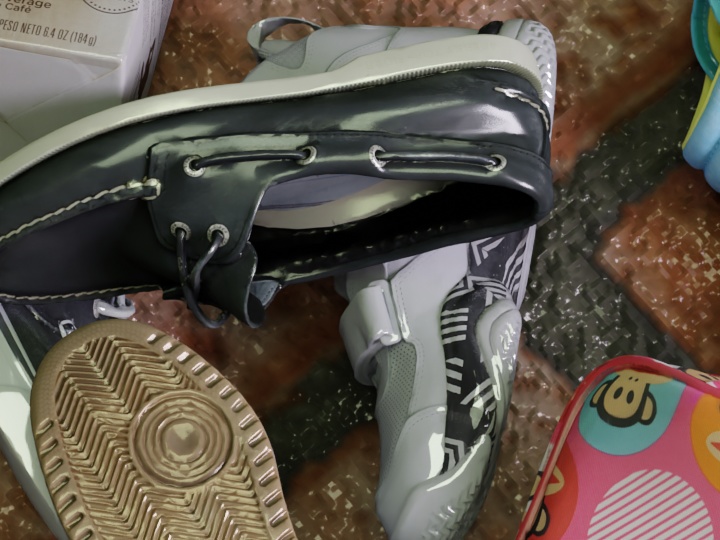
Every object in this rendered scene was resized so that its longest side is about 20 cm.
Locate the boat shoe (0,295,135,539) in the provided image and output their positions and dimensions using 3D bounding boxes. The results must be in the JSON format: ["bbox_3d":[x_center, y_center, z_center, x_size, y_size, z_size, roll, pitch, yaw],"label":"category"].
[{"bbox_3d":[-0.109,0.009,0.949,0.068,0.072,0.200,-25,66,-8],"label":"boat shoe"}]

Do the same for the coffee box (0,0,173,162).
[{"bbox_3d":[-0.116,-0.126,0.954,0.114,0.080,0.200,10,51,1],"label":"coffee box"}]

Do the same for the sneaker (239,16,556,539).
[{"bbox_3d":[0.000,0.000,0.951,0.115,0.075,0.200,9,67,3],"label":"sneaker"}]

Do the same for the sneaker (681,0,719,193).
[{"bbox_3d":[0.194,-0.087,0.981,0.131,0.080,0.200,41,74,11],"label":"sneaker"}]

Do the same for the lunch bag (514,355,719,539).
[{"bbox_3d":[0.132,0.132,0.843,0.200,0.082,0.177,21,90,32],"label":"lunch bag"}]

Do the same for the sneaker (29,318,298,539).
[{"bbox_3d":[-0.037,0.113,0.891,0.070,0.109,0.200,-34,73,-14],"label":"sneaker"}]

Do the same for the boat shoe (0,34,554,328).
[{"bbox_3d":[-0.032,-0.015,0.881,0.199,0.075,0.066,-13,60,-6],"label":"boat shoe"}]
